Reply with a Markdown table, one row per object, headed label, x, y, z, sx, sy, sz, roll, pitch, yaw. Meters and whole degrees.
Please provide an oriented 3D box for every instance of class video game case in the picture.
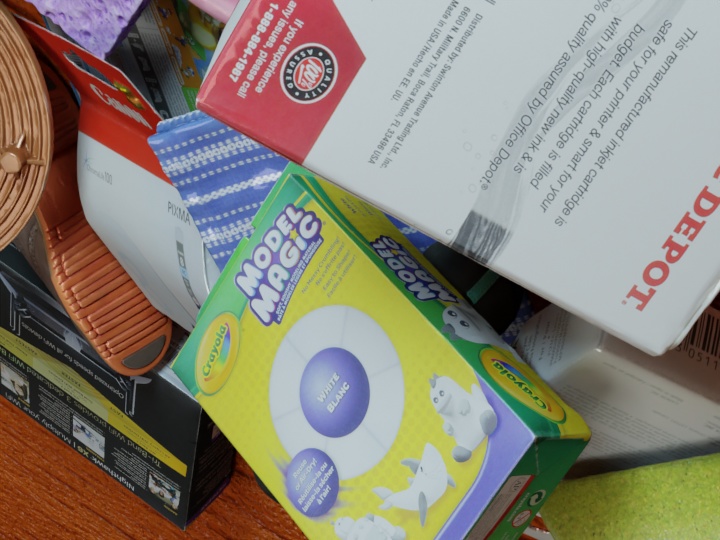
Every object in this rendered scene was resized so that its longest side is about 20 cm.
| label | x | y | z | sx | sy | sz | roll | pitch | yaw |
| --- | --- | --- | --- | --- | --- | --- | --- | --- | --- |
| video game case | -0.093 | -0.130 | 0.972 | 0.200 | 0.018 | 0.143 | 13 | 135 | 38 |

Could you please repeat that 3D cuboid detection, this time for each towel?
| label | x | y | z | sx | sy | sz | roll | pitch | yaw |
| --- | --- | --- | --- | --- | --- | --- | --- | --- | --- |
| towel | 0.000 | 0.000 | 0.910 | 0.145 | 0.024 | 0.200 | -12 | 122 | 22 |

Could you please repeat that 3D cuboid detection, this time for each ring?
| label | x | y | z | sx | sy | sz | roll | pitch | yaw |
| --- | --- | --- | --- | --- | --- | --- | --- | --- | --- |
| ring | -0.259 | -0.086 | 1.024 | 0.200 | 0.019 | 0.201 | 8 | 118 | 15 |

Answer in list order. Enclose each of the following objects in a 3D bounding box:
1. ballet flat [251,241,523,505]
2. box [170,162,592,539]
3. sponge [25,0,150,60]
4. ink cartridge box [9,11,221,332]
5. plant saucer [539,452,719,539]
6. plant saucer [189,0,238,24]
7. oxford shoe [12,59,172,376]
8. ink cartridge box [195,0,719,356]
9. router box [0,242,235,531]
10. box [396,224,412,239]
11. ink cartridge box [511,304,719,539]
| label | x | y | z | sx | sy | sz | roll | pitch | yaw |
| --- | --- | --- | --- | --- | --- | --- | --- | --- | --- |
| ballet flat | -0.002 | 0.058 | 0.898 | 0.068 | 0.068 | 0.200 | 39 | 123 | 0 |
| box | -0.004 | 0.046 | 0.829 | 0.200 | 0.048 | 0.117 | 48 | 116 | 33 |
| sponge | -0.121 | -0.189 | 0.881 | 0.112 | 0.030 | 0.200 | 39 | 138 | -6 |
| ink cartridge box | -0.112 | -0.035 | 0.996 | 0.200 | 0.047 | 0.160 | 53 | 167 | -34 |
| plant saucer | 0.205 | 0.145 | 0.839 | 0.200 | 0.048 | 0.200 | 36 | 145 | -32 |
| plant saucer | -0.014 | -0.174 | 0.773 | 0.200 | 0.051 | 0.201 | 14 | 141 | 12 |
| oxford shoe | -0.173 | -0.030 | 1.119 | 0.073 | 0.071 | 0.200 | -11 | 106 | 57 |
| ink cartridge box | 0.063 | -0.082 | 0.697 | 0.200 | 0.084 | 0.144 | 29 | 114 | -9 |
| router box | -0.168 | 0.057 | 1.220 | 0.200 | 0.052 | 0.157 | 34 | 146 | 14 |
| box | 0.030 | 0.048 | 0.985 | 0.075 | 0.050 | 0.200 | -8 | 123 | 21 |
| ink cartridge box | 0.128 | 0.080 | 0.878 | 0.160 | 0.047 | 0.200 | 25 | 152 | -15 |
